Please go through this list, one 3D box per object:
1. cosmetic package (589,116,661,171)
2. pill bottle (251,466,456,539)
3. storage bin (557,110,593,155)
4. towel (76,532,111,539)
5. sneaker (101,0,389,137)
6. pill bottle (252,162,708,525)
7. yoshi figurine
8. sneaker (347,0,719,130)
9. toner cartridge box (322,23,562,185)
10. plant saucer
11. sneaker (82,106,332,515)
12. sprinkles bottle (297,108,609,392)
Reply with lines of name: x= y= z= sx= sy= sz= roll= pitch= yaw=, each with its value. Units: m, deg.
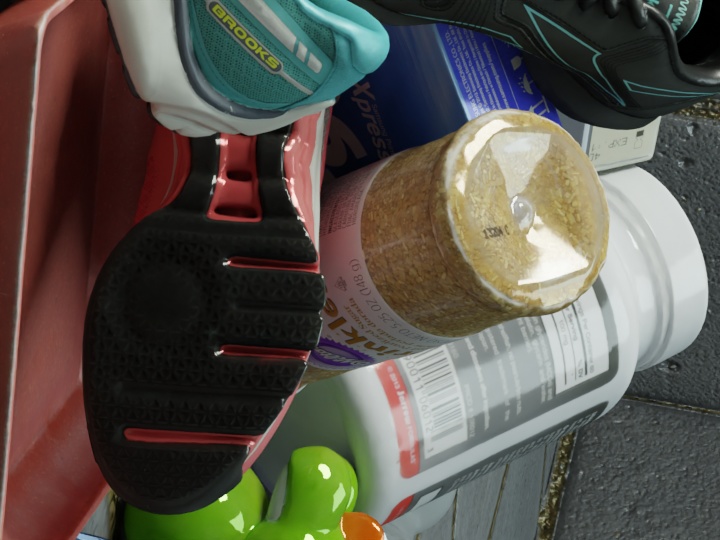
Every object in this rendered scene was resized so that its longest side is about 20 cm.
cosmetic package: x=0.057 y=-0.133 z=1.363 sx=0.200 sy=0.071 sz=0.105 roll=42 pitch=-45 yaw=47
pill bottle: x=-0.003 y=0.057 z=1.404 sx=0.116 sy=0.116 sz=0.200 roll=84 pitch=18 yaw=-63
storage bin: x=0.023 y=-0.112 z=1.211 sx=0.146 sy=0.134 sz=0.200 roll=-150 pitch=-112 yaw=-69
towel: x=-0.071 y=0.162 z=1.078 sx=0.200 sy=0.048 sz=0.112 roll=32 pitch=70 yaw=-58
sneaker: x=-0.045 y=-0.141 z=0.885 sx=0.078 sy=0.080 sz=0.200 roll=-40 pitch=114 yaw=-73
pill bottle: x=0.048 y=0.028 z=1.305 sx=0.200 sy=0.116 sz=0.116 roll=-23 pitch=134 yaw=-32
yoshi figurine: x=-0.071 y=0.156 z=1.210 sx=0.112 sy=0.112 sz=0.200 roll=8 pitch=-107 yaw=63
sneaker: x=0.062 y=-0.103 z=0.964 sx=0.200 sy=0.079 sz=0.075 roll=22 pitch=75 yaw=-44
toner cartridge box: x=0.000 y=-0.104 z=1.024 sx=0.043 sy=0.095 sz=0.200 roll=-39 pitch=118 yaw=-36
plant saucer: x=-0.097 y=-0.010 z=0.951 sx=0.200 sy=0.037 sz=0.200 roll=-60 pitch=159 yaw=-69
sneaker: x=-0.038 y=-0.016 z=0.973 sx=0.087 sy=0.074 sz=0.200 roll=68 pitch=32 yaw=-78
sprinkles bottle: x=0.000 y=0.000 z=1.019 sx=0.200 sy=0.068 sz=0.068 roll=-21 pitch=-129 yaw=55
